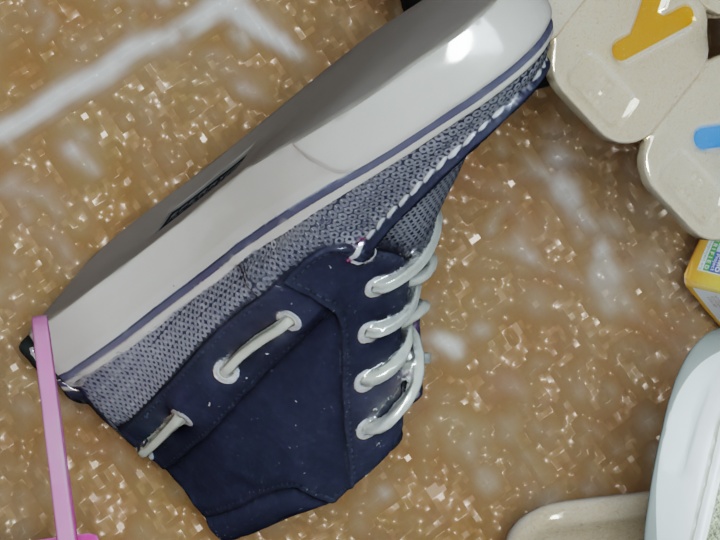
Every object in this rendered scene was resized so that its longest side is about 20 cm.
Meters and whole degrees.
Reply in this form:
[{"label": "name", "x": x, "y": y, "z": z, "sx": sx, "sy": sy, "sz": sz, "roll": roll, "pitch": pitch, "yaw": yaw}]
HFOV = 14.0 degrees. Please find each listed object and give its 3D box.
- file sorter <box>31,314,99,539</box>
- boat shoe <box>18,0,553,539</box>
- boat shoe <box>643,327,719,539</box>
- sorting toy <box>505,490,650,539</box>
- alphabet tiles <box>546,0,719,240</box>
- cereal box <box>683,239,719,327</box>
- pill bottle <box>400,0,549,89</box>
[{"label": "file sorter", "x": -0.161, "y": 0.100, "z": 0.725, "sx": 0.199, "sy": 0.126, "sz": 0.139, "roll": -7, "pitch": 46, "yaw": -6}, {"label": "boat shoe", "x": 0.000, "y": 0.000, "z": 0.814, "sx": 0.093, "sy": 0.200, "sz": 0.075, "roll": 48, "pitch": 39, "yaw": -10}, {"label": "boat shoe", "x": 0.113, "y": 0.119, "z": 0.820, "sx": 0.064, "sy": 0.074, "sz": 0.203, "roll": 7, "pitch": 87, "yaw": 29}, {"label": "sorting toy", "x": 0.141, "y": 0.162, "z": 0.893, "sx": 0.184, "sy": 0.036, "sz": 0.201, "roll": -6, "pitch": 85, "yaw": -12}, {"label": "alphabet tiles", "x": 0.118, "y": -0.116, "z": 0.839, "sx": 0.200, "sy": 0.015, "sz": 0.196, "roll": 43, "pitch": 74, "yaw": -17}, {"label": "cereal box", "x": 0.212, "y": -0.030, "z": 0.874, "sx": 0.040, "sy": 0.199, "sz": 0.144, "roll": 45, "pitch": 66, "yaw": -47}, {"label": "pill bottle", "x": 0.028, "y": -0.155, "z": 0.874, "sx": 0.111, "sy": 0.112, "sz": 0.201, "roll": -17, "pitch": 86, "yaw": -18}]
